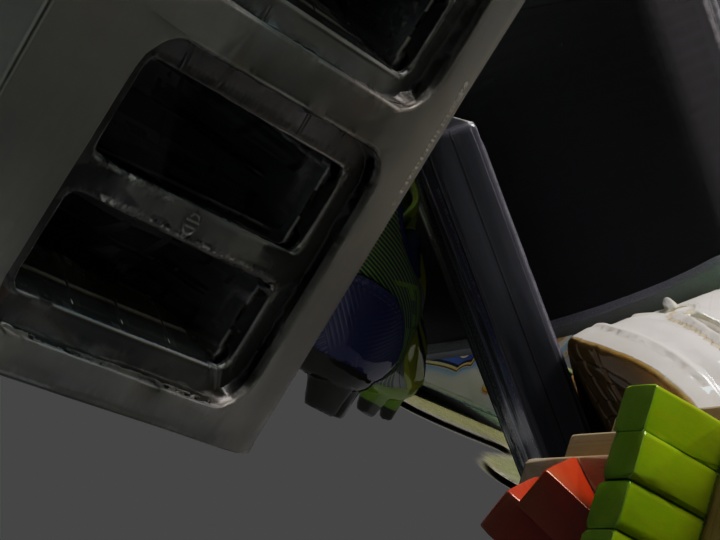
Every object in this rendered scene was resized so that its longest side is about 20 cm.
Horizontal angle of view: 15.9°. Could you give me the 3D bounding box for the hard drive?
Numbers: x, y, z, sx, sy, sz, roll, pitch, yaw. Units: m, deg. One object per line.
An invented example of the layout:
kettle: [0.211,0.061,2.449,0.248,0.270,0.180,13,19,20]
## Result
hard drive: [0.047,-0.036,0.919,0.199,0.136,0.042,-14,8,37]

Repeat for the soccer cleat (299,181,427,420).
soccer cleat: [0.001,0.000,0.835,0.064,0.084,0.200,26,2,5]

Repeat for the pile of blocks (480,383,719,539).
pile of blocks: [0.081,0.066,0.534,0.062,0.082,0.200,29,4,-29]

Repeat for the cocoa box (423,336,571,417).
cocoa box: [0.014,-0.033,1.109,0.133,0.132,0.200,32,3,32]

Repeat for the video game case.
video game case: [0.046,0.020,0.807,0.200,0.019,0.144,-127,-164,-85]

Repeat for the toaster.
toaster: [-0.054,-0.073,0.579,0.118,0.181,0.200,33,3,32]

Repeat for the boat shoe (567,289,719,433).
boat shoe: [0.101,0.034,0.721,0.071,0.069,0.200,60,-2,2]
